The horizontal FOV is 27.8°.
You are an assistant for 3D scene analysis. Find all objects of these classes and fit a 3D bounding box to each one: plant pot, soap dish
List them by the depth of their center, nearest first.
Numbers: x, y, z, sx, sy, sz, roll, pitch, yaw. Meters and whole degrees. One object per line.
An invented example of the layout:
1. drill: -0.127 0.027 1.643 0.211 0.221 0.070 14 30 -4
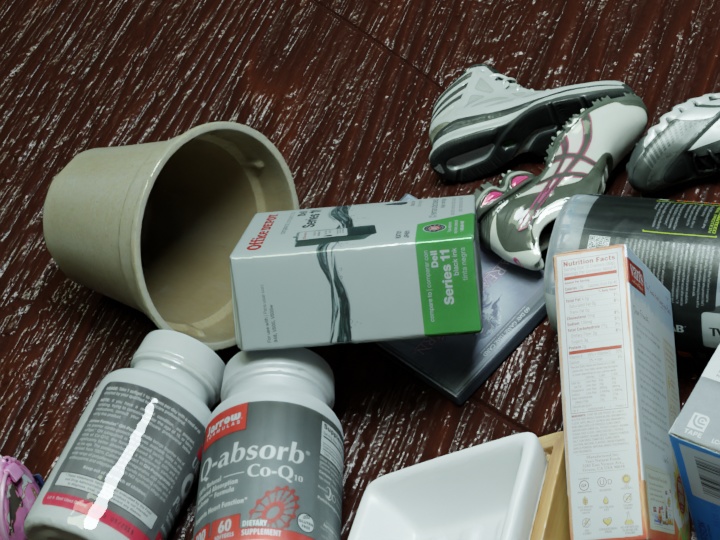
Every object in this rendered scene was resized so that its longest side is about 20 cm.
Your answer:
1. soap dish: 0.070 0.210 1.031 0.199 0.081 0.158 -25 35 45
2. plant pot: -0.187 -0.039 1.339 0.182 0.201 0.201 8 53 42

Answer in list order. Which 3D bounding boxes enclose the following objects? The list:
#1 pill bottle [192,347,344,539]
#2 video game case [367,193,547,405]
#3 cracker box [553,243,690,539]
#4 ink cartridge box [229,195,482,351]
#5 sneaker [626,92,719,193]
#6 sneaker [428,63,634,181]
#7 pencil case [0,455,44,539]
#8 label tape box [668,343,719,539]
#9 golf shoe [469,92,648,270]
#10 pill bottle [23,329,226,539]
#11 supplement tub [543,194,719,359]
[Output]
1. pill bottle: -0.071 0.166 1.148 0.114 0.116 0.202 -10 48 13
2. video game case: 0.063 0.020 1.288 0.143 0.019 0.199 -44 49 -17
3. cracker box: 0.184 0.097 1.020 0.057 0.134 0.202 -8 71 24
4. ink cartridge box: 0.000 0.000 1.202 0.197 0.084 0.147 -5 16 6
5. sneaker: 0.329 -0.115 1.266 0.198 0.067 0.091 -27 44 -6
6. sneaker: 0.156 -0.164 1.370 0.198 0.076 0.116 -14 49 13
7. pencil case: -0.372 0.207 1.255 0.198 0.083 0.087 -5 50 18
8. label tape box: 0.302 0.091 1.047 0.063 0.145 0.201 17 58 35
9. golf shoe: 0.191 -0.074 1.282 0.199 0.077 0.088 -39 54 -12
10. pill bottle: -0.186 0.153 1.208 0.110 0.111 0.201 7 54 26
11. supplement tub: 0.255 0.006 1.152 0.198 0.123 0.123 6 53 26
